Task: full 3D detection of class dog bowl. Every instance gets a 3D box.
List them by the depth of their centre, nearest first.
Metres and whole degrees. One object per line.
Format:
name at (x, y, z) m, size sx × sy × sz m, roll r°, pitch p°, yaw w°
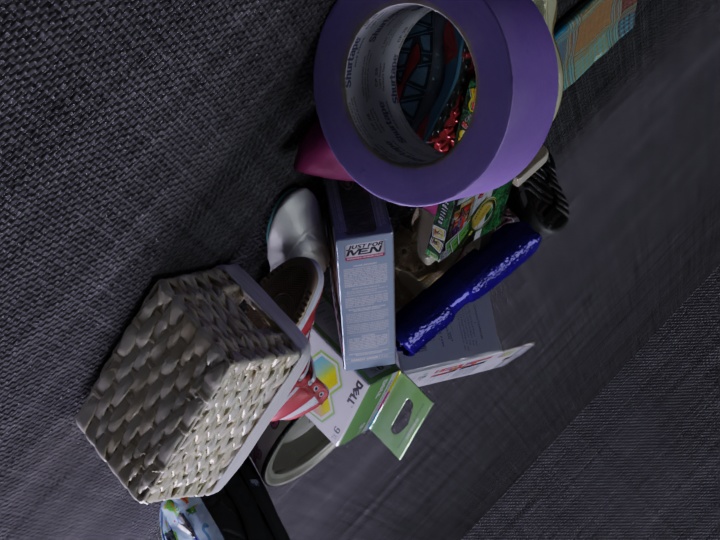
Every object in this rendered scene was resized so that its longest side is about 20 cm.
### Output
dog bowl at (-0.069, 0.171, 1.671) m, size 0.200 × 0.074 × 0.201 m, roll -40°, pitch 158°, yaw -20°

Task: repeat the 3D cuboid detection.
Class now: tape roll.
tape roll at (0.062, -0.159, 1.138) m, size 0.085 × 0.200 × 0.201 m, roll -14°, pitch 143°, yaw -53°

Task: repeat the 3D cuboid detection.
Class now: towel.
towel at (0.116, 0.024, 1.515) m, size 0.199 × 0.050 × 0.148 m, roll -39°, pitch -176°, yaw -2°
towel at (0.260, -0.269, 1.586) m, size 0.200 × 0.022 × 0.147 m, roll -43°, pitch 160°, yaw -11°

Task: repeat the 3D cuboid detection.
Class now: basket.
basket at (-0.165, 0.109, 1.286) m, size 0.123 × 0.136 × 0.201 m, roll -2°, pitch 132°, yaw -57°

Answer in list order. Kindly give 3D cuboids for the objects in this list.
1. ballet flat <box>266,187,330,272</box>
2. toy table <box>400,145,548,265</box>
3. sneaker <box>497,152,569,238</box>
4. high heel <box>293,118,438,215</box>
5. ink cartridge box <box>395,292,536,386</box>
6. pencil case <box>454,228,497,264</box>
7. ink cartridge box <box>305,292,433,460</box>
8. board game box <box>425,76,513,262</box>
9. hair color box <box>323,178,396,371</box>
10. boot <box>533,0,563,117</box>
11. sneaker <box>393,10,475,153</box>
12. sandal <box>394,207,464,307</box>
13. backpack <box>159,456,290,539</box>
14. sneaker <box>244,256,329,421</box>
ballet flat at (-0.061, -0.004, 1.375) m, size 0.069 × 0.069 × 0.201 m, roll -33°, pitch 155°, yaw -31°
toy table at (0.098, -0.104, 1.433) m, size 0.184 × 0.117 × 0.200 m, roll -45°, pitch 161°, yaw -4°
sneaker at (0.189, -0.072, 1.636) m, size 0.116 × 0.075 × 0.201 m, roll -46°, pitch -162°, yaw 27°
high heel at (0.018, -0.084, 1.297) m, size 0.200 × 0.067 × 0.096 m, roll 42°, pitch 84°, yaw -32°
ink cartridge box at (0.112, 0.088, 1.691) m, size 0.173 × 0.085 × 0.200 m, roll -12°, pitch 170°, yaw -8°
pencil case at (0.133, -0.007, 1.692) m, size 0.200 × 0.088 × 0.079 m, roll 89°, pitch 16°, yaw -75°
ink cartridge box at (-0.022, 0.121, 1.486) m, size 0.059 × 0.200 × 0.104 m, roll -24°, pitch 150°, yaw -46°
board game box at (0.120, -0.109, 1.280) m, size 0.104 × 0.023 × 0.202 m, roll -33°, pitch 147°, yaw -41°
hair color box at (0.000, 0.000, 1.382) m, size 0.060 × 0.100 × 0.201 m, roll -7°, pitch 137°, yaw -5°
boot at (0.129, -0.201, 1.342) m, size 0.154 × 0.072 × 0.202 m, roll -35°, pitch 138°, yaw -26°
sneaker at (0.063, -0.184, 1.233) m, size 0.079 × 0.095 × 0.202 m, roll -16°, pitch 129°, yaw -57°
sandal at (0.059, -0.010, 1.587) m, size 0.069 × 0.078 × 0.213 m, roll -31°, pitch 160°, yaw -40°
backpack at (-0.155, 0.326, 1.605) m, size 0.154 × 0.200 × 0.163 m, roll -50°, pitch 160°, yaw 14°
sneaker at (-0.067, 0.074, 1.364) m, size 0.112 × 0.071 × 0.201 m, roll 7°, pitch 123°, yaw -45°
